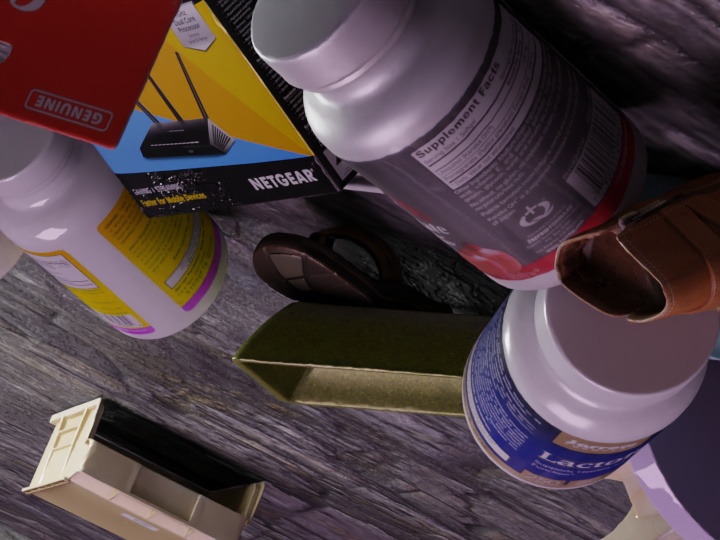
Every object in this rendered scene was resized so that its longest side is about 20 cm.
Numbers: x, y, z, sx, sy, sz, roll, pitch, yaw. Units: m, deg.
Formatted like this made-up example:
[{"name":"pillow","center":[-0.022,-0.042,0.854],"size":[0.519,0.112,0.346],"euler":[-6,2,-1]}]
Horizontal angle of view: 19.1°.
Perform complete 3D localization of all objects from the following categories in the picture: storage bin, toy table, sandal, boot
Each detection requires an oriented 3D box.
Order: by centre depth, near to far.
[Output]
[{"name":"boot","center":[0.200,-0.012,0.990],"size":[0.154,0.074,0.200],"euler":[-15,-175,-30]},{"name":"toy table","center":[0.197,0.132,1.393],"size":[0.117,0.184,0.200],"euler":[-19,128,40]},{"name":"sandal","center":[0.000,0.000,1.431],"size":[0.082,0.055,0.200],"euler":[2,167,39]},{"name":"storage bin","center":[-0.231,0.227,2.259],"size":[0.200,0.094,0.198],"euler":[29,160,-16]}]

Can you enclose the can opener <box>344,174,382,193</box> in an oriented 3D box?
[{"name":"can opener","center":[-0.033,-0.068,1.269],"size":[0.200,0.053,0.067],"euler":[8,155,42]}]

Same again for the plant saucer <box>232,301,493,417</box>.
[{"name":"plant saucer","center":[0.029,0.061,1.454],"size":[0.199,0.048,0.200],"euler":[4,169,9]}]

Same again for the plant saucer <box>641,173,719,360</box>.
[{"name":"plant saucer","center":[0.189,-0.004,1.208],"size":[0.199,0.036,0.200],"euler":[22,161,8]}]

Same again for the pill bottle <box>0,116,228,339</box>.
[{"name":"pill bottle","center":[-0.179,-0.041,1.440],"size":[0.104,0.104,0.200],"euler":[10,157,34]}]

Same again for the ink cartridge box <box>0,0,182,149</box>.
[{"name":"ink cartridge box","center":[-0.167,-0.164,0.971],"size":[0.199,0.174,0.044],"euler":[18,161,16]}]

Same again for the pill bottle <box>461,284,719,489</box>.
[{"name":"pill bottle","center":[0.127,0.048,1.187],"size":[0.115,0.116,0.200],"euler":[23,162,0]}]

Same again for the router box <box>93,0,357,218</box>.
[{"name":"router box","center":[-0.095,-0.106,1.173],"size":[0.200,0.051,0.149],"euler":[-6,126,54]}]

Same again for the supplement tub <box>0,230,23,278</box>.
[{"name":"supplement tub","center":[-0.318,-0.074,1.470],"size":[0.132,0.132,0.200],"euler":[15,159,24]}]

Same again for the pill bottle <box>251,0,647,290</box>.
[{"name":"pill bottle","center":[0.043,-0.083,1.048],"size":[0.111,0.111,0.200],"euler":[1,152,48]}]
